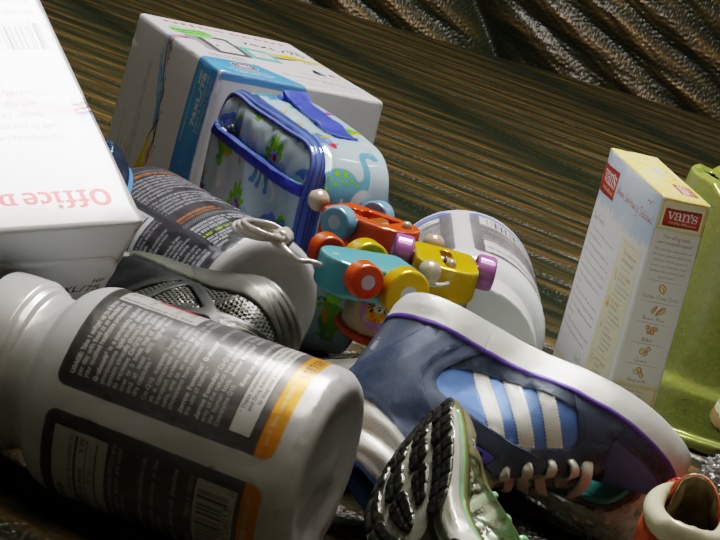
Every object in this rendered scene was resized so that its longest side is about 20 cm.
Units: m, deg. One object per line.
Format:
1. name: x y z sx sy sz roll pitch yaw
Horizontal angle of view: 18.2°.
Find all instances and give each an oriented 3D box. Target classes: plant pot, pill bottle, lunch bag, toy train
1. plant pot: 0.283 0.025 1.678 0.199 0.185 0.200 14 14 -3
2. pill bottle: -0.107 0.076 1.179 0.199 0.117 0.116 20 14 15
3. pill bottle: 0.071 0.032 1.565 0.113 0.114 0.200 15 14 -2
4. lunch bag: -0.055 -0.041 1.614 0.082 0.162 0.200 9 16 -26
5. toy train: 0.000 0.000 1.421 0.150 0.056 0.200 20 14 21
6. pill bottle: -0.126 -0.006 1.509 0.106 0.107 0.200 4 17 -40

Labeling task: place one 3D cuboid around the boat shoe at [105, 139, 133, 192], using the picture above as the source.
1. boat shoe: -0.207 -0.035 1.431 0.084 0.069 0.200 -18 25 29

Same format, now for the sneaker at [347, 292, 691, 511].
1. sneaker: 0.073 0.117 1.265 0.199 0.147 0.081 29 -24 -1

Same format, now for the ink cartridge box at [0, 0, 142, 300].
1. ink cartridge box: -0.246 -0.057 1.287 0.146 0.146 0.201 -5 56 -37

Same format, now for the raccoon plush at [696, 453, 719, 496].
1. raccoon plush: 0.241 0.166 1.326 0.097 0.134 0.200 48 36 -17

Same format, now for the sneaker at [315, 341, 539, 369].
1. sneaker: 0.021 0.072 1.360 0.199 0.076 0.088 -3 7 -11

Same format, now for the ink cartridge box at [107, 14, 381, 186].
1. ink cartridge box: -0.102 -0.105 1.819 0.146 0.147 0.200 9 14 -27

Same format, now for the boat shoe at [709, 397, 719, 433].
1. boat shoe: 0.341 0.125 1.550 0.200 0.066 0.072 28 20 12

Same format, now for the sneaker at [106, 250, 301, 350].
1. sneaker: -0.142 0.042 1.353 0.199 0.077 0.114 8 27 41

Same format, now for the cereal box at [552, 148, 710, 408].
1. cereal box: 0.173 0.030 1.497 0.039 0.201 0.144 12 14 -11

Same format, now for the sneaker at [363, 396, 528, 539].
1. sneaker: 0.060 0.150 1.150 0.088 0.077 0.200 32 28 -27

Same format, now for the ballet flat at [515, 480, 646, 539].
1. ballet flat: 0.109 0.118 1.390 0.072 0.072 0.200 3 21 -41

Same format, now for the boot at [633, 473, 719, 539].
1. boot: 0.178 0.156 1.205 0.075 0.108 0.200 17 12 13
